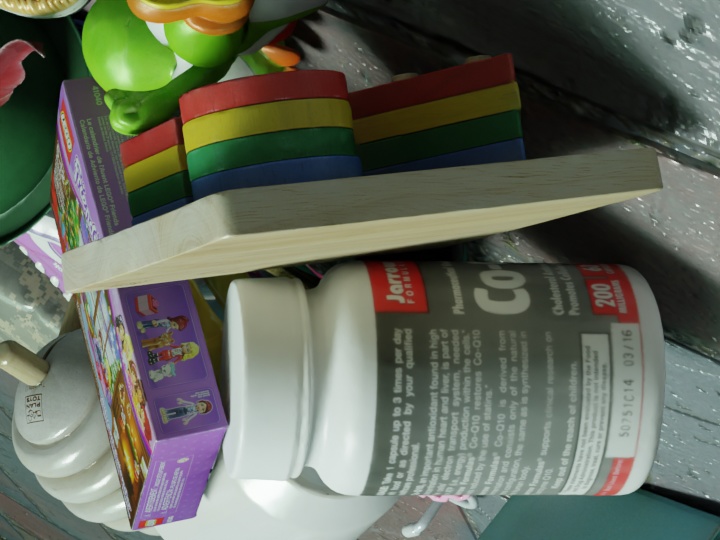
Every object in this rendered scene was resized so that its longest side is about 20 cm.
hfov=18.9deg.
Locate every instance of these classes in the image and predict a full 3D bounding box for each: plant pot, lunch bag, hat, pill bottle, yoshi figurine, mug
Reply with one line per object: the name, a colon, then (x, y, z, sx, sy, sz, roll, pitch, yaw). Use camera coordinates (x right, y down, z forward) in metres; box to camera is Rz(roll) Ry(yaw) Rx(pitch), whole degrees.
plant pot: (0.159, 0.219, 1.365, 0.141, 0.141, 0.200, 47, 166, -32)
lunch bag: (-0.199, 0.034, 1.574, 0.164, 0.118, 0.200, 34, 158, 3)
hat: (-0.247, -0.095, 1.159, 0.166, 0.200, 0.176, 44, -164, 9)
pill bottle: (0.036, 0.052, 1.041, 0.200, 0.114, 0.114, 1, 165, -9)
yoshi figurine: (-0.092, -0.121, 1.012, 0.112, 0.112, 0.200, 48, 168, 12)
mug: (-0.053, 0.083, 1.177, 0.187, 0.149, 0.153, 30, 161, -10)

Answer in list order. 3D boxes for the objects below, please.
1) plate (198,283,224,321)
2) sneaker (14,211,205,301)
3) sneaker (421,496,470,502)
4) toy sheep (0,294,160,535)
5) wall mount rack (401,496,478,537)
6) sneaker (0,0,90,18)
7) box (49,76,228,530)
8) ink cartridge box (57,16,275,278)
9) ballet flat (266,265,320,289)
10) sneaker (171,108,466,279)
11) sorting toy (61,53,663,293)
plate: (-0.048, 0.039, 1.364, 0.200, 0.026, 0.200, 6, 163, 2)
sneaker: (-0.190, 0.000, 1.421, 0.200, 0.073, 0.114, 27, 123, -1)
sneaker: (0.013, 0.085, 1.326, 0.200, 0.079, 0.095, 2, 148, 31)
toy sheep: (-0.142, 0.087, 1.294, 0.200, 0.138, 0.138, 33, 167, -34)
wall mount rack: (-0.018, 0.136, 1.573, 0.200, 0.075, 0.174, 40, 162, -12)
sneaker: (-0.196, -0.178, 1.118, 0.200, 0.076, 0.088, 32, 175, 31)
box: (-0.118, 0.017, 1.111, 0.137, 0.039, 0.200, 113, 143, -62)
ink cartridge box: (-0.121, -0.072, 1.285, 0.119, 0.042, 0.200, 22, 157, 35)
ballet flat: (0.000, 0.000, 1.222, 0.200, 0.071, 0.071, 35, 163, -2)
sneaker: (-0.024, -0.037, 1.115, 0.200, 0.084, 0.121, 31, 168, -11)
sorting toy: (-0.009, -0.045, 0.935, 0.199, 0.200, 0.070, -15, 83, 63)
